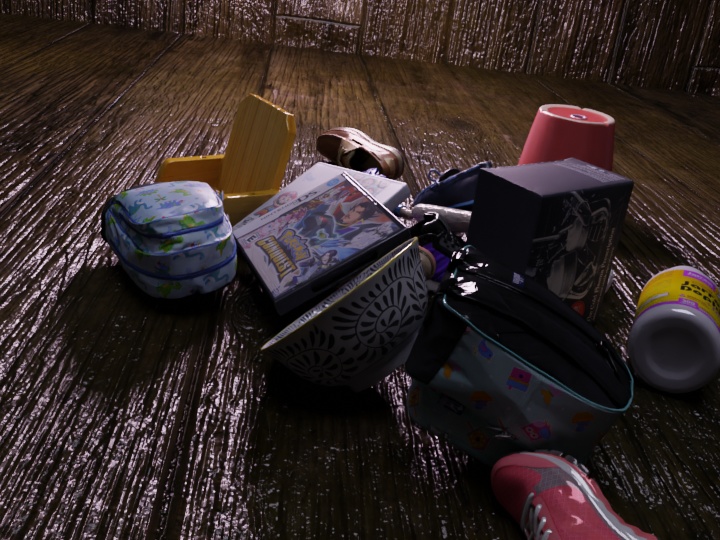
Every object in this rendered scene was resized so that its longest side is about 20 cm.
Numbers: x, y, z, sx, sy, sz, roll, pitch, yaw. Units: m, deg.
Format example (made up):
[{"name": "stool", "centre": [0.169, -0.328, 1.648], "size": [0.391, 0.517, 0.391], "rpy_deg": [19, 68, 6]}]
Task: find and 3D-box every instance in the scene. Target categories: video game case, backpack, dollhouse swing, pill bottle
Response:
[{"name": "video game case", "centre": [-0.058, -0.079, 1.068], "size": [0.181, 0.024, 0.198], "rpy_deg": [-41, 37, -25]}, {"name": "backpack", "centre": [0.146, 0.094, 0.731], "size": [0.197, 0.156, 0.176], "rpy_deg": [24, 22, 5]}, {"name": "dollhouse swing", "centre": [-0.215, -0.166, 1.194], "size": [0.179, 0.180, 0.199], "rpy_deg": [-9, 29, -33]}, {"name": "video game case", "centre": [-0.056, -0.042, 0.971], "size": [0.178, 0.026, 0.200], "rpy_deg": [-29, 34, -10]}, {"name": "pill bottle", "centre": [0.389, 0.061, 0.955], "size": [0.102, 0.107, 0.200], "rpy_deg": [16, 25, 19]}, {"name": "backpack", "centre": [-0.231, -0.042, 0.975], "size": [0.160, 0.156, 0.201], "rpy_deg": [-7, 41, -23]}]

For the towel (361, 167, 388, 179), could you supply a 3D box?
[{"name": "towel", "centre": [-0.034, -0.088, 1.154], "size": [0.145, 0.050, 0.201], "rpy_deg": [-14, 24, 15]}]

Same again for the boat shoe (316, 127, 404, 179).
[{"name": "boat shoe", "centre": [-0.010, -0.225, 1.517], "size": [0.197, 0.077, 0.073], "rpy_deg": [22, 30, 31]}]

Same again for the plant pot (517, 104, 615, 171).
[{"name": "plant pot", "centre": [0.385, -0.204, 1.457], "size": [0.195, 0.181, 0.201], "rpy_deg": [7, 24, -3]}]

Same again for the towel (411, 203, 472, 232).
[{"name": "towel", "centre": [0.179, -0.067, 1.151], "size": [0.131, 0.035, 0.198], "rpy_deg": [14, 6, 42]}]

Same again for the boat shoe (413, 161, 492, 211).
[{"name": "boat shoe", "centre": [0.154, -0.127, 1.229], "size": [0.083, 0.070, 0.198], "rpy_deg": [2, -4, -34]}]

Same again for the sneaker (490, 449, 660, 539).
[{"name": "sneaker", "centre": [0.159, 0.208, 0.596], "size": [0.085, 0.075, 0.199], "rpy_deg": [-14, 30, -33]}]

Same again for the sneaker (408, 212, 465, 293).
[{"name": "sneaker", "centre": [0.113, -0.026, 1.068], "size": [0.195, 0.102, 0.070], "rpy_deg": [8, 25, 2]}]

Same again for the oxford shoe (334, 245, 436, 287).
[{"name": "oxford shoe", "centre": [0.000, 0.000, 1.028], "size": [0.195, 0.072, 0.074], "rpy_deg": [1, 26, 15]}]

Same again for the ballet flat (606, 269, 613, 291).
[{"name": "ballet flat", "centre": [0.338, -0.002, 1.144], "size": [0.068, 0.071, 0.201], "rpy_deg": [10, 23, 6]}]

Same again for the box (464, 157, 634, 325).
[{"name": "box", "centre": [0.225, -0.023, 0.974], "size": [0.179, 0.204, 0.104], "rpy_deg": [-11, 30, -35]}]

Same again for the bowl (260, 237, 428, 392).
[{"name": "bowl", "centre": [0.003, 0.061, 0.807], "size": [0.095, 0.199, 0.200], "rpy_deg": [54, 31, -2]}]

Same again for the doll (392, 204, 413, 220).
[{"name": "doll", "centre": [0.020, -0.085, 1.237], "size": [0.133, 0.050, 0.201], "rpy_deg": [-7, 25, -1]}]
